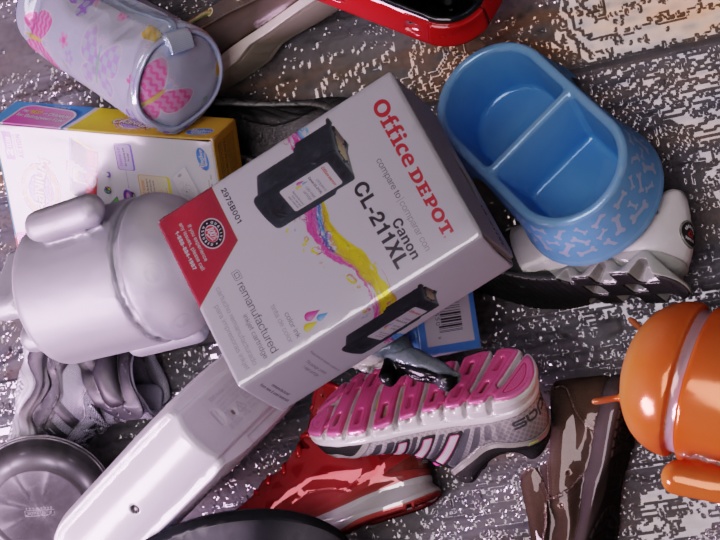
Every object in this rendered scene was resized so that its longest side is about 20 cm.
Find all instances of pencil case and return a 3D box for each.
[{"bbox_3d":[-0.188,-0.181,1.689,0.200,0.083,0.091,37,122,44],"label":"pencil case"}]

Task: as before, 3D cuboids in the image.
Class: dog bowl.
[{"bbox_3d":[0.131,-0.090,1.572,0.111,0.050,0.200,-45,53,4],"label":"dog bowl"}]

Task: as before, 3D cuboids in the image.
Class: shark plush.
[{"bbox_3d":[-0.007,0.023,1.563,0.083,0.091,0.200,-56,42,6],"label":"shark plush"}]

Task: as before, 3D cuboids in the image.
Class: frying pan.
[{"bbox_3d":[-0.268,0.216,1.762,0.114,0.031,0.191,17,115,-9],"label":"frying pan"}]

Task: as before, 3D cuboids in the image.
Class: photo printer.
[{"bbox_3d":[-0.145,0.151,1.670,0.069,0.166,0.200,45,123,2],"label":"photo printer"}]

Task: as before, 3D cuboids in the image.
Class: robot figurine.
[{"bbox_3d":[-0.185,0.005,1.656,0.199,0.170,0.113,-13,48,27],"label":"robot figurine"},{"bbox_3d":[0.270,0.087,1.530,0.199,0.117,0.145,15,101,21],"label":"robot figurine"}]

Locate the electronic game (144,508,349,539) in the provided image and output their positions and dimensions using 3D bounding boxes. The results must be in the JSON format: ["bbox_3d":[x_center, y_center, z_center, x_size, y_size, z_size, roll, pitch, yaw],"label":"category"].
[{"bbox_3d":[-0.099,0.243,1.661,0.200,0.200,0.042,-32,48,21],"label":"electronic game"}]

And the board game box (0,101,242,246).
[{"bbox_3d":[-0.185,-0.052,1.723,0.199,0.040,0.154,7,121,22],"label":"board game box"}]

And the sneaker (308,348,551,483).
[{"bbox_3d":[0.055,0.117,1.600,0.199,0.074,0.088,-13,126,30],"label":"sneaker"}]

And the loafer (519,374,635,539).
[{"bbox_3d":[0.154,0.170,1.613,0.071,0.073,0.201,13,89,26],"label":"loafer"}]

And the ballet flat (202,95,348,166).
[{"bbox_3d":[-0.063,-0.103,1.691,0.199,0.057,0.067,2,92,23],"label":"ballet flat"}]

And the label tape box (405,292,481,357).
[{"bbox_3d":[0.000,0.000,1.656,0.200,0.066,0.144,-10,89,57],"label":"label tape box"}]

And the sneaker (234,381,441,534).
[{"bbox_3d":[-0.042,0.153,1.698,0.199,0.078,0.116,-17,78,11],"label":"sneaker"}]

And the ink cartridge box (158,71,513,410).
[{"bbox_3d":[-0.017,-0.021,1.513,0.200,0.083,0.146,-33,67,9],"label":"ink cartridge box"}]

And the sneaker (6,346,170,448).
[{"bbox_3d":[-0.219,0.124,1.760,0.113,0.075,0.201,13,104,15],"label":"sneaker"}]

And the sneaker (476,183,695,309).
[{"bbox_3d":[0.157,-0.022,1.602,0.199,0.074,0.089,-2,68,32],"label":"sneaker"}]

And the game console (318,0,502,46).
[{"bbox_3d":[0.033,-0.264,1.619,0.199,0.031,0.177,23,67,19],"label":"game console"}]

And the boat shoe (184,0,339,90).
[{"bbox_3d":[-0.060,-0.211,1.679,0.200,0.072,0.060,-33,80,25],"label":"boat shoe"}]
